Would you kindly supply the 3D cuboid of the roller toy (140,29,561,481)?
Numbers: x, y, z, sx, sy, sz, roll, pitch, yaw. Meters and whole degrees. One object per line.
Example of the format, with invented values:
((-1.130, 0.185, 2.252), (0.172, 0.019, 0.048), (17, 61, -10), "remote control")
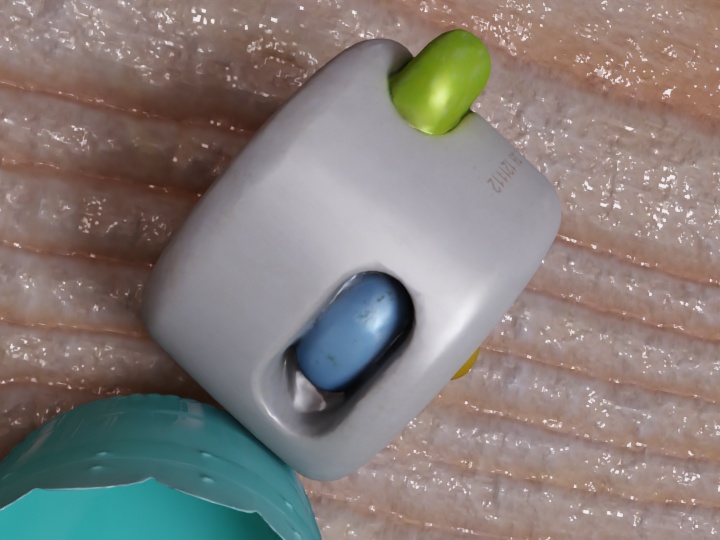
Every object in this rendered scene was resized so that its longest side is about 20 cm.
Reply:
((0.000, 0.000, 0.514), (0.140, 0.200, 0.183), (42, 70, 0), "roller toy")

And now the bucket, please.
((-0.098, 0.161, 0.472), (0.204, 0.135, 0.210), (-2, 103, -7), "bucket")
